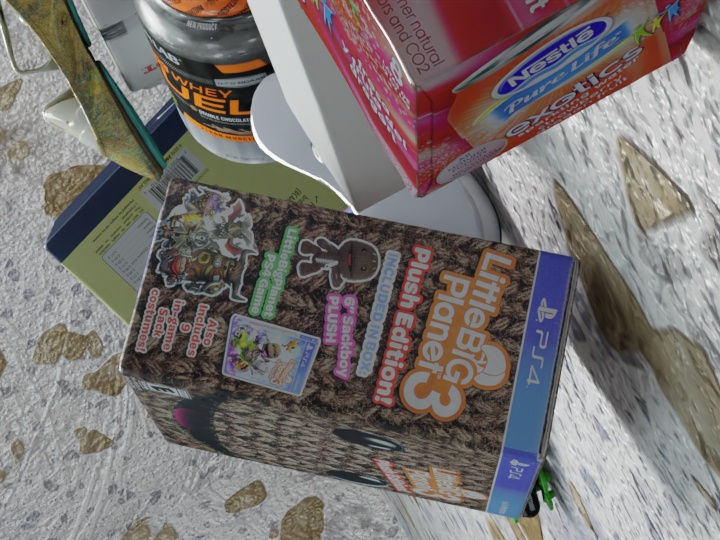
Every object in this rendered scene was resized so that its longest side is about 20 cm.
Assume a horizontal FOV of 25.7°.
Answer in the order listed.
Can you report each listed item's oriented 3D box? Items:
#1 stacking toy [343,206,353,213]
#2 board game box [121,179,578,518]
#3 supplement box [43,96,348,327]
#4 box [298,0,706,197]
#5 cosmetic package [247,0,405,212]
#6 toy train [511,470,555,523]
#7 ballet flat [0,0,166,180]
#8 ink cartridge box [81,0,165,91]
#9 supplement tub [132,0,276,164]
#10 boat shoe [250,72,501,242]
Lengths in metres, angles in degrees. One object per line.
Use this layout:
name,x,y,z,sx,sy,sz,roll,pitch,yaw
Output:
stacking toy,0.000,0.000,0.986,0.086,0.085,0.200,62,-167,0
board game box,-0.002,0.044,0.795,0.160,0.198,0.098,83,-160,-72
supplement box,-0.115,-0.032,1.286,0.200,0.200,0.134,44,-177,-12
box,0.010,-0.138,0.460,0.201,0.099,0.096,61,174,15
cosmetic package,-0.012,-0.139,0.729,0.108,0.084,0.201,58,174,42
toy train,0.105,0.115,1.118,0.201,0.041,0.057,70,-179,-53
ballet flat,-0.212,-0.144,1.142,0.201,0.070,0.071,63,174,-15
ink cartridge box,-0.133,-0.228,1.077,0.084,0.145,0.200,60,174,22
supplement tub,-0.076,-0.161,1.012,0.123,0.122,0.200,60,174,22
boat shoe,0.020,-0.059,0.935,0.200,0.069,0.071,34,114,37
